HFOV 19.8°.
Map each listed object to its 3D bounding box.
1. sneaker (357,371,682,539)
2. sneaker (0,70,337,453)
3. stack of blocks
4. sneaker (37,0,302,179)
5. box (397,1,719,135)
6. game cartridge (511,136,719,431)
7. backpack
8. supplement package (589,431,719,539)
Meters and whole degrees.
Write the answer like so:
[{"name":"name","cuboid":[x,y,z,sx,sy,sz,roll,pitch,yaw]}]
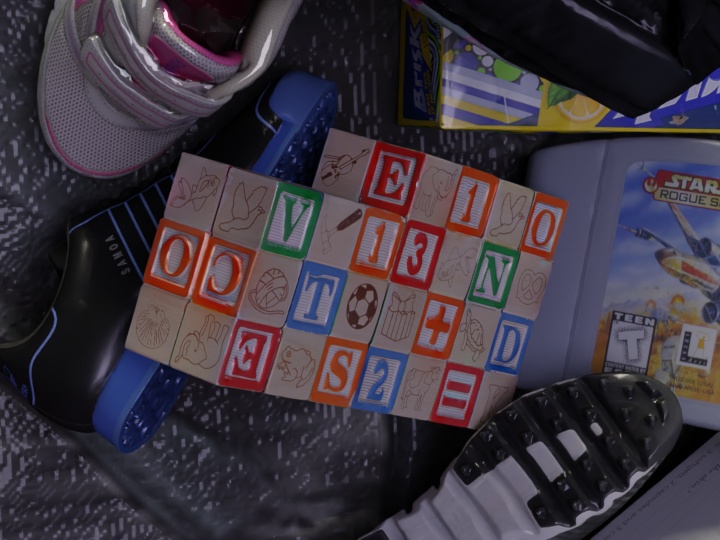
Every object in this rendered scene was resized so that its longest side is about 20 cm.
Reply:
[{"name":"sneaker","cuboid":[0.069,0.117,0.971,0.200,0.090,0.066,-39,66,10]},{"name":"sneaker","cuboid":[-0.086,-0.018,0.926,0.078,0.070,0.200,27,69,14]},{"name":"stack of blocks","cuboid":[0.000,0.000,0.910,0.200,0.059,0.115,13,94,-50]},{"name":"sneaker","cuboid":[-0.081,-0.102,0.862,0.081,0.088,0.200,26,130,-16]},{"name":"box","cuboid":[0.121,-0.100,0.984,0.200,0.064,0.070,0,96,-17]},{"name":"game cartridge","cuboid":[0.165,0.007,0.962,0.200,0.042,0.133,10,95,21]},{"name":"backpack","cuboid":[0.069,-0.157,0.773,0.200,0.127,0.167,35,124,-12]},{"name":"supplement package","cuboid":[0.234,0.176,0.966,0.152,0.200,0.151,-38,119,-10]}]
